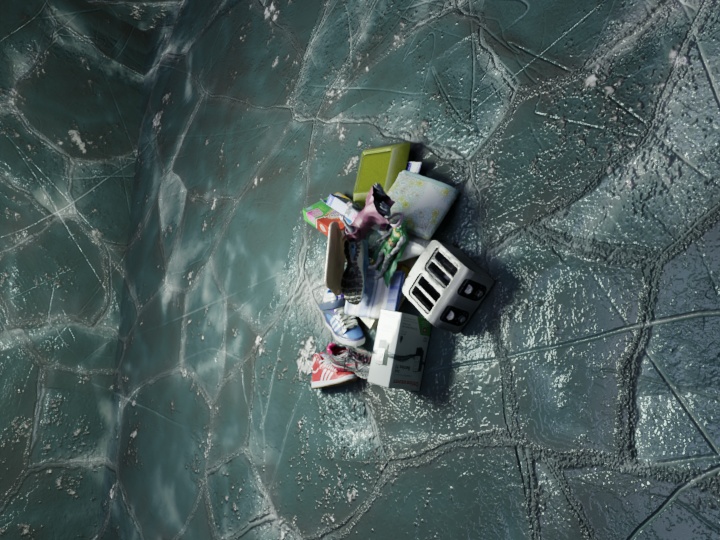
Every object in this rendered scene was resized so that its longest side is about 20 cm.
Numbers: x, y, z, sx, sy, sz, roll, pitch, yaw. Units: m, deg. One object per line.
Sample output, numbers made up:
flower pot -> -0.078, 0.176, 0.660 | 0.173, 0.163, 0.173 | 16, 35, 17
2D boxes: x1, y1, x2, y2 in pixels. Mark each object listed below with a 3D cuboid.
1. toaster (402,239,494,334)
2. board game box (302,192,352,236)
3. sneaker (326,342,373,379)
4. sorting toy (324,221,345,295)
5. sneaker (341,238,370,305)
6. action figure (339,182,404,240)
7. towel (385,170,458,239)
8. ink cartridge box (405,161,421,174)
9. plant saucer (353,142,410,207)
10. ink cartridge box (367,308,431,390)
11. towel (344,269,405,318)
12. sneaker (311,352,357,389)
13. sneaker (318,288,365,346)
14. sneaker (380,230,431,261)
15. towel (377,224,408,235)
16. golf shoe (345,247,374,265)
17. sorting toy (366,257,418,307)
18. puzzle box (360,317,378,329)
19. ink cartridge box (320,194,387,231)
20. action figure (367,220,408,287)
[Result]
toaster -> 0.226, 0.034, 1.540 | 0.182, 0.117, 0.200 | -57, 46, 16
board game box -> -0.074, -0.177, 1.895 | 0.199, 0.151, 0.041 | 35, 146, 44
sneaker -> -0.015, 0.264, 1.717 | 0.196, 0.075, 0.081 | 3, 47, 28
sorting toy -> -0.077, -0.030, 1.687 | 0.036, 0.200, 0.189 | 4, 82, 7
sneaker -> 0.000, 0.000, 1.697 | 0.077, 0.089, 0.205 | 4, 88, 34
action figure -> 0.020, -0.142, 1.614 | 0.200, 0.148, 0.135 | -50, 9, 39
towel -> 0.157, -0.189, 1.656 | 0.198, 0.048, 0.173 | 24, 74, 31
ink cartridge box -> 0.117, -0.288, 1.802 | 0.198, 0.039, 0.101 | 17, 89, 48
plant saucer -> 0.053, -0.302, 1.809 | 0.198, 0.047, 0.204 | 3, 78, 48
ink cartridge box -> 0.109, 0.219, 1.587 | 0.082, 0.145, 0.204 | 7, 84, 44
towel -> 0.039, 0.066, 1.706 | 0.197, 0.024, 0.150 | 3, 75, 42
sneaker -> -0.088, 0.305, 1.818 | 0.198, 0.070, 0.115 | -19, 68, 43
sneaker -> -0.055, 0.130, 1.793 | 0.199, 0.079, 0.149 | 34, 132, 51
sneaker -> 0.131, -0.063, 1.651 | 0.199, 0.075, 0.082 | 20, 109, 52
towel -> 0.129, -0.137, 1.739 | 0.199, 0.048, 0.114 | 26, 98, 46
golf shoe -> -0.026, -0.049, 1.831 | 0.199, 0.077, 0.096 | 22, 83, 56
sorting toy -> 0.078, 0.024, 1.724 | 0.184, 0.036, 0.202 | 36, 93, 44
puzzle box -> 0.017, 0.071, 1.811 | 0.200, 0.025, 0.135 | 45, 111, 43
ink cartridge box -> -0.020, -0.182, 1.772 | 0.199, 0.118, 0.043 | 33, 105, 38
action figure -> 0.083, -0.063, 1.618 | 0.119, 0.054, 0.202 | 58, 136, 33
